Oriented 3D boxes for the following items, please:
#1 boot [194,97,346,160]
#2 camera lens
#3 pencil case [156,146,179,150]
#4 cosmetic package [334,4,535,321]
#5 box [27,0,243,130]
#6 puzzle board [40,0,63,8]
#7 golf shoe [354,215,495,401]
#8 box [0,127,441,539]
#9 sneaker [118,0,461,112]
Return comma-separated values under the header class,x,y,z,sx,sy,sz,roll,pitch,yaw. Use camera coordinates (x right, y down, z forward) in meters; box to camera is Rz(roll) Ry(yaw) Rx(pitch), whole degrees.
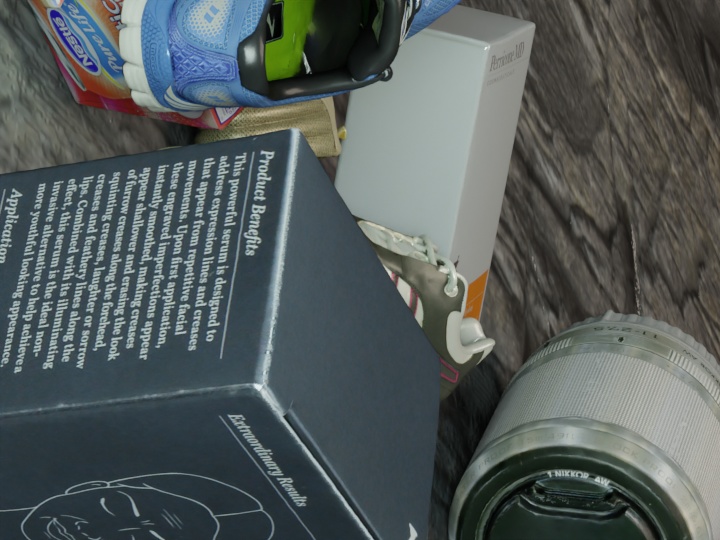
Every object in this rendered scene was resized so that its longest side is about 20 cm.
class,x,y,z,sx,sy,sz,roll,pitch,yaw
boot,-0.038,-0.133,1.313,0.200,0.072,0.156,-32,112,-65
camera lens,0.149,0.133,1.607,0.200,0.159,0.161,-56,135,-61
pencil case,-0.056,0.033,1.182,0.078,0.089,0.200,-96,164,-46
cosmetic package,0.031,-0.036,1.381,0.101,0.071,0.201,-33,135,-68
box,-0.053,-0.165,1.152,0.200,0.095,0.100,-49,134,-30
puzzle board,-0.113,-0.228,1.035,0.151,0.017,0.201,59,45,-47
golf shoe,0.000,0.000,1.270,0.077,0.088,0.200,56,-5,41
box,-0.090,0.046,0.923,0.149,0.199,0.107,59,31,-49
sneaker,-0.003,-0.107,1.080,0.200,0.089,0.079,-30,124,-42
